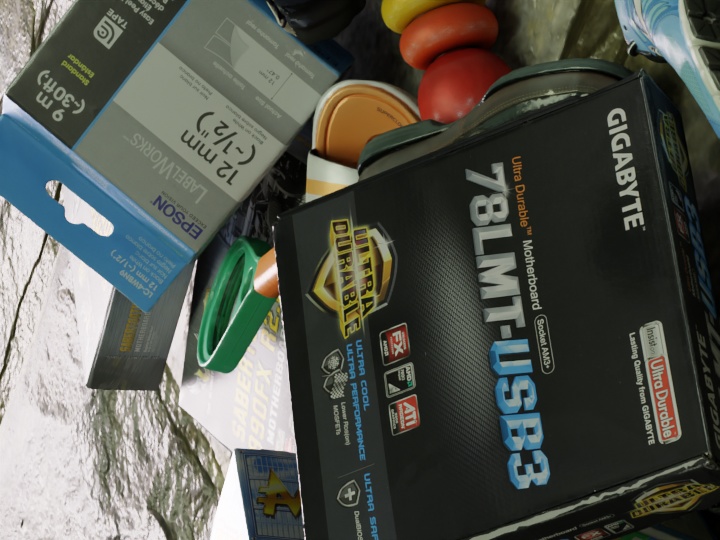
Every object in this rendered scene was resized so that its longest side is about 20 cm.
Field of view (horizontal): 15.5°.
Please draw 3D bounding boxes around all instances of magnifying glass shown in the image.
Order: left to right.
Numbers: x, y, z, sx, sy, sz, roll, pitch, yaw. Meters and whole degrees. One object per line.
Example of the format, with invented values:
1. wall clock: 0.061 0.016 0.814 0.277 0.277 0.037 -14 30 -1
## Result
1. magnifying glass: -0.057 0.008 1.475 0.200 0.022 0.080 148 138 -68

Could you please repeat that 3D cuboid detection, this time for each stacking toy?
1. stacking toy: 0.037 -0.158 1.405 0.085 0.085 0.201 -36 68 55

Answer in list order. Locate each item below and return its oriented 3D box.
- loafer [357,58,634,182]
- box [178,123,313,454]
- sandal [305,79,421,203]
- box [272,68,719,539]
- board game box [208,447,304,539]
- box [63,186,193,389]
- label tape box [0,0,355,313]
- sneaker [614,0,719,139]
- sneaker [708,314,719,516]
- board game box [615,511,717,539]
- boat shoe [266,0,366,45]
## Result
1. loafer: 0.068 -0.048 1.326 0.200 0.072 0.063 -20 45 50
2. box: -0.044 0.018 1.573 0.158 0.048 0.201 36 122 53
3. sandal: 0.008 0.001 1.446 0.059 0.079 0.208 -49 -41 -70
4. box: 0.062 0.034 1.179 0.198 0.050 0.201 -21 57 25
5. board game box: -0.045 0.208 1.419 0.200 0.061 0.201 -144 62 -67
6. box: -0.147 -0.051 1.675 0.159 0.048 0.201 111 156 -44
7. label tape box: -0.120 -0.086 1.497 0.200 0.143 0.066 -50 3 14
8. sneaker: 0.161 -0.118 1.205 0.090 0.078 0.201 103 156 -50
9. sneaker: 0.187 0.110 1.154 0.074 0.079 0.201 -43 57 50
10. board game box: 0.085 0.058 1.270 0.034 0.134 0.200 -43 50 19
11. boat shoe: -0.062 -0.223 1.440 0.075 0.093 0.200 -34 59 8
